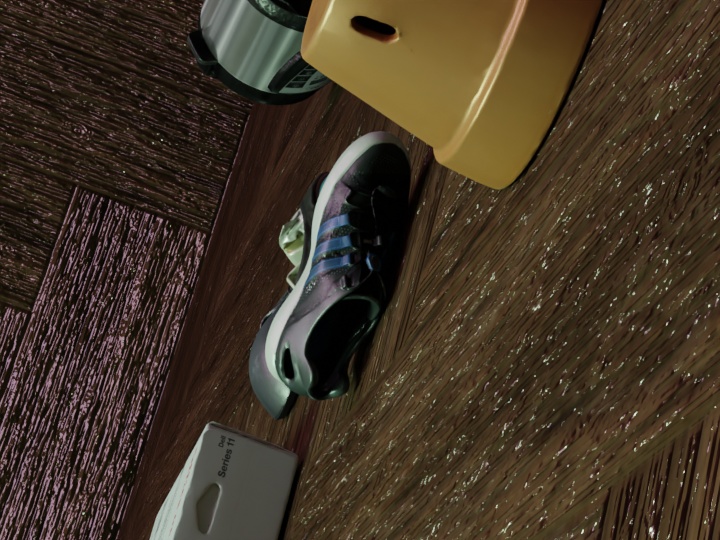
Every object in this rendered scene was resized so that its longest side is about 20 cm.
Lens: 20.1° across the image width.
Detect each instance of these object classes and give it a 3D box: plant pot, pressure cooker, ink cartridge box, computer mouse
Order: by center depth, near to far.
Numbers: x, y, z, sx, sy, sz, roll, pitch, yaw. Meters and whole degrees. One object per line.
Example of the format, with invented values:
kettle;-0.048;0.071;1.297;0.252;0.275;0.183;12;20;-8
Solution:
plant pot;0.051;-0.163;1.186;0.200;0.139;0.201;-161;90;-82
ink cartridge box;-0.126;0.234;1.643;0.200;0.083;0.147;120;167;-57
computer mouse;-0.082;0.073;1.857;0.201;0.046;0.141;-80;13;-48
pressure cooker;-0.090;-0.288;2.308;0.200;0.175;0.179;-55;14;51

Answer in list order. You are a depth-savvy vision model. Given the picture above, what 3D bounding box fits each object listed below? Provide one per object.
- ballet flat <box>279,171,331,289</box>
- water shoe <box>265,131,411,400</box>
ballet flat;-0.032;-0.021;1.623;0.068;0.068;0.200;-34;19;14
water shoe;0.000;0.000;1.483;0.079;0.071;0.201;28;98;54
